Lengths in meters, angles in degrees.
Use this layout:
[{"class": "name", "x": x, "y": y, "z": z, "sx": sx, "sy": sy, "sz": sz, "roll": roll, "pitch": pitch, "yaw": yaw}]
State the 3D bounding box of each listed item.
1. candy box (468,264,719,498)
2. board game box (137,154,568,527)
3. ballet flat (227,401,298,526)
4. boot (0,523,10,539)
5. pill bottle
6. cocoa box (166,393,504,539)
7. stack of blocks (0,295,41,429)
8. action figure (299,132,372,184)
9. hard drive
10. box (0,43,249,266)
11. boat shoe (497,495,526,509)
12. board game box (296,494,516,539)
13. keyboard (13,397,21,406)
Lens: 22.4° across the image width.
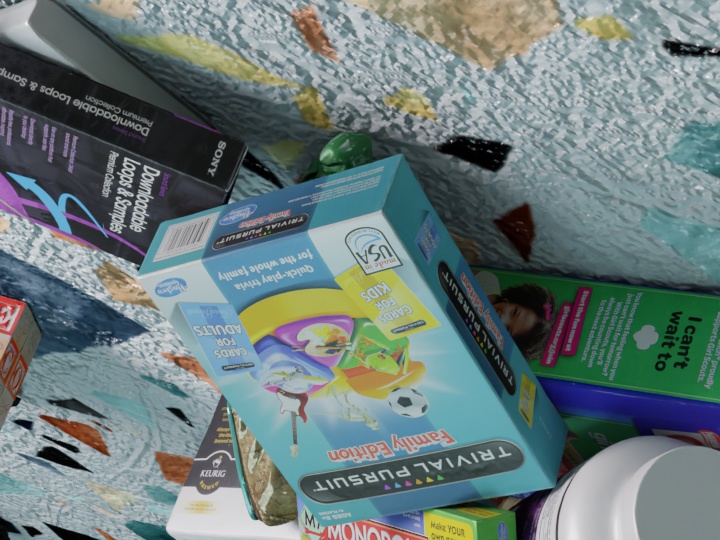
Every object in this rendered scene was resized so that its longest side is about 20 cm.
[{"class": "candy box", "x": 0.160, "y": 0.078, "z": 1.038, "sx": 0.198, "sy": 0.078, "sz": 0.169, "roll": 5, "pitch": 150, "yaw": 28}, {"class": "board game box", "x": -0.001, "y": 0.045, "z": 0.958, "sx": 0.150, "sy": 0.047, "sz": 0.201, "roll": -14, "pitch": 126, "yaw": 29}, {"class": "ballet flat", "x": -0.060, "y": 0.065, "z": 1.146, "sx": 0.065, "sy": 0.071, "sz": 0.202, "roll": -12, "pitch": 111, "yaw": 10}, {"class": "boot", "x": -0.479, "y": 0.270, "z": 1.929, "sx": 0.167, "sy": 0.077, "sz": 0.201, "roll": 2, "pitch": 143, "yaw": 29}, {"class": "pill bottle", "x": 0.142, "y": 0.157, "z": 0.986, "sx": 0.112, "sy": 0.113, "sz": 0.200, "roll": 24, "pitch": 155, "yaw": -8}, {"class": "cocoa box", "x": -0.008, "y": 0.155, "z": 1.259, "sx": 0.199, "sy": 0.132, "sz": 0.133, "roll": -4, "pitch": 145, "yaw": 42}, {"class": "stack of blocks", "x": -0.354, "y": 0.059, "z": 1.355, "sx": 0.198, "sy": 0.116, "sz": 0.059, "roll": 15, "pitch": 156, "yaw": 10}, {"class": "action figure", "x": 0.000, "y": 0.000, "z": 1.007, "sx": 0.118, "sy": 0.054, "sz": 0.201, "roll": 46, "pitch": 156, "yaw": 35}, {"class": "hard drive", "x": -0.188, "y": -0.089, "z": 1.028, "sx": 0.199, "sy": 0.026, "sz": 0.132, "roll": -9, "pitch": 142, "yaw": 47}, {"class": "box", "x": -0.166, "y": -0.063, "z": 0.989, "sx": 0.198, "sy": 0.036, "sz": 0.143, "roll": 21, "pitch": 156, "yaw": -3}, {"class": "boat shoe", "x": 0.107, "y": 0.183, "z": 1.144, "sx": 0.066, "sy": 0.200, "sz": 0.074, "roll": 34, "pitch": 154, "yaw": 24}, {"class": "board game box", "x": 0.026, "y": 0.193, "z": 1.059, "sx": 0.029, "sy": 0.136, "sz": 0.199, "roll": -8, "pitch": -174, "yaw": -30}, {"class": "keyboard", "x": -0.375, "y": 0.063, "z": 1.497, "sx": 0.198, "sy": 0.040, "sz": 0.104, "roll": 20, "pitch": 179, "yaw": 0}]
